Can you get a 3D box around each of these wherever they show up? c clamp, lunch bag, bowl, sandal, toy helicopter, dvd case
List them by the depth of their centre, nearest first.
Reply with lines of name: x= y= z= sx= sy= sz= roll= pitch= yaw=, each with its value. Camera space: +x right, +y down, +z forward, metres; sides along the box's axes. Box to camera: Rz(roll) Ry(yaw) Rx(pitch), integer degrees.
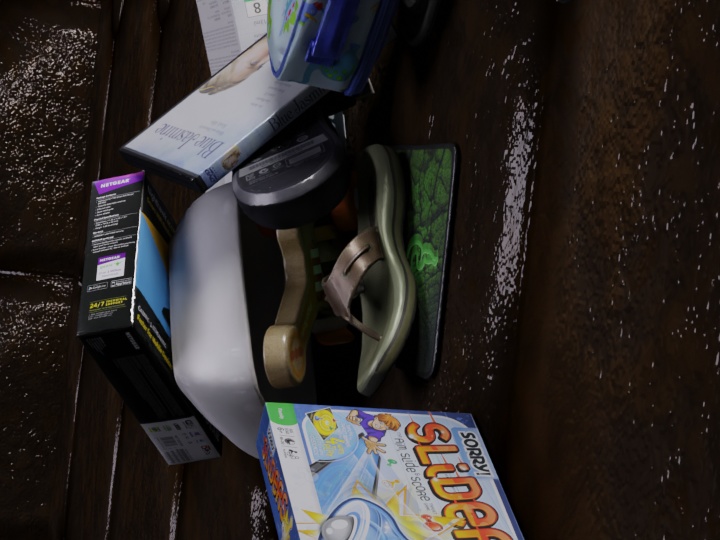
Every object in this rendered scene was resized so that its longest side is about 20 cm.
lunch bag: x=-0.010 y=-0.234 z=1.254 sx=0.161 sy=0.082 sz=0.200 roll=-96 pitch=20 yaw=-49
sandal: x=0.000 y=0.000 z=1.258 sx=0.080 sy=0.057 sz=0.201 roll=120 pitch=152 yaw=-52
c clamp: x=0.045 y=-0.268 z=1.268 sx=0.171 sy=0.027 sz=0.200 roll=116 pitch=155 yaw=-51
toy helicopter: x=-0.042 y=0.023 z=1.358 sx=0.200 sy=0.079 sz=0.132 roll=-75 pitch=-24 yaw=-50
dvd case: x=-0.081 y=-0.137 z=1.372 sx=0.143 sy=0.200 sz=0.018 roll=23 pitch=149 yaw=57
bowl: x=-0.095 y=0.048 z=1.414 sx=0.200 sy=0.075 sz=0.200 roll=57 pitch=-156 yaw=-61

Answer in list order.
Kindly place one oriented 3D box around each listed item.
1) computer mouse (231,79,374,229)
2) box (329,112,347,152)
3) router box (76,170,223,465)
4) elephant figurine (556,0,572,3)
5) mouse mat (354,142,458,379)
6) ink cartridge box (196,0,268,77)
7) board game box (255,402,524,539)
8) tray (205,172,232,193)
computer mouse: x=-0.047 y=-0.082 z=1.337 sx=0.200 sy=0.138 sz=0.053 roll=-100 pitch=-11 yaw=-62
box: x=-0.062 y=-0.096 z=1.552 sx=0.200 sy=0.046 sz=0.159 roll=116 pitch=154 yaw=-53
router box: x=-0.161 y=0.041 z=1.417 sx=0.200 sy=0.051 sz=0.149 roll=65 pitch=-161 yaw=-51
elephant figurine: x=0.121 y=-0.178 z=0.758 sx=0.141 sy=0.155 sz=0.200 roll=-42 pitch=31 yaw=35
mouse mat: x=0.030 y=-0.011 z=1.277 sx=0.200 sy=0.008 sz=0.161 roll=-169 pitch=85 yaw=-75
ink cartridge box: x=-0.090 y=-0.150 z=1.533 sx=0.161 sy=0.050 sz=0.200 roll=-163 pitch=60 yaw=-74
board game box: x=0.022 y=0.149 z=1.019 sx=0.200 sy=0.135 sz=0.035 roll=-112 pitch=30 yaw=-57
tray: x=-0.117 y=-0.038 z=1.568 sx=0.107 sy=0.022 sz=0.200 roll=-130 pitch=36 yaw=-65
